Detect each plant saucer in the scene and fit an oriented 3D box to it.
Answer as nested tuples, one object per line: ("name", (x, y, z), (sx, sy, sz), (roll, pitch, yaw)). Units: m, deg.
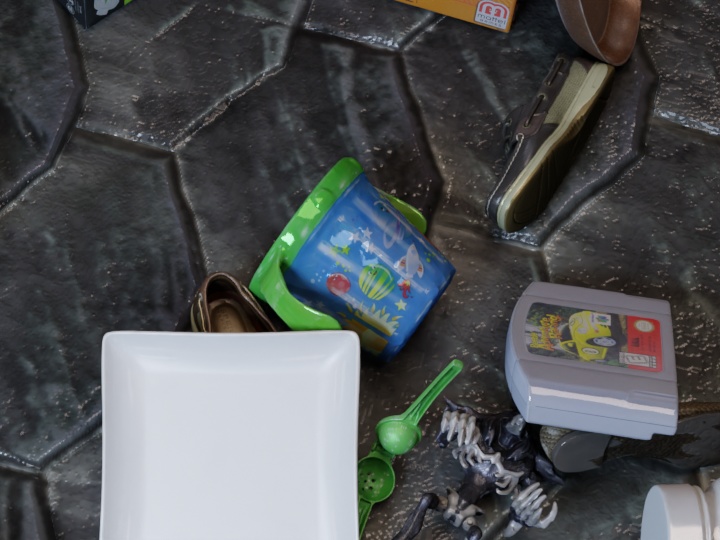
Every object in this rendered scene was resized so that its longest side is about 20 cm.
("plant saucer", (0.207, -0.281, 1.702), (0.034, 0.200, 0.201), (-3, 55, 26))

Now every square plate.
("square plate", (-0.098, 0.146, 1.451), (0.197, 0.028, 0.201), (0, 84, 2))

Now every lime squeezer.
("lime squeezer", (0.020, 0.145, 1.469), (0.038, 0.071, 0.200), (29, 99, 2))

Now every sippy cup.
("sippy cup", (0.000, 0.000, 1.539), (0.130, 0.140, 0.178), (36, 71, 3))

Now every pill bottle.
("pill bottle", (0.320, 0.213, 1.448), (0.199, 0.114, 0.114), (3, 59, -5))

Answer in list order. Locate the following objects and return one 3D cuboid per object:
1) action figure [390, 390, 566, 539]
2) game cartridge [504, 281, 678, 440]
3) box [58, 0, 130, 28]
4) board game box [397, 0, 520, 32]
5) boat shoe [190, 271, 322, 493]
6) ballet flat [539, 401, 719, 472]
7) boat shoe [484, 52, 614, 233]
("action figure", (0.093, 0.164, 1.461), (0.119, 0.102, 0.200), (37, 61, -1))
("game cartridge", (0.181, 0.066, 1.506), (0.133, 0.041, 0.200), (5, 25, 4))
("box", (-0.208, -0.345, 1.705), (0.200, 0.149, 0.124), (-37, 68, -24))
("board game box", (0.079, -0.376, 1.724), (0.199, 0.200, 0.200), (17, 59, 4))
("boat shoe", (-0.081, 0.089, 1.502), (0.075, 0.075, 0.203), (-25, 65, -19))
("ballet flat", (0.228, 0.125, 1.504), (0.199, 0.068, 0.046), (-3, 39, -25))
("boat shoe", (0.153, -0.114, 1.657), (0.066, 0.072, 0.201), (25, 57, 19))
